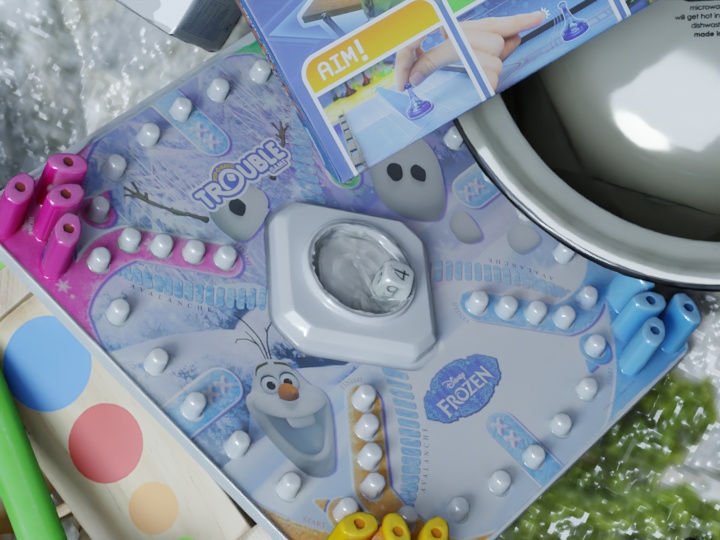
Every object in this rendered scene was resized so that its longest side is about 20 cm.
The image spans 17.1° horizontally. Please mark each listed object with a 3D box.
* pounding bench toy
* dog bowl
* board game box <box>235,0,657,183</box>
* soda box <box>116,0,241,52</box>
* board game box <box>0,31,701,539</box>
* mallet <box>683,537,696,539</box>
[{"bbox_3d":[-0.104,0.064,0.849,0.124,0.200,0.156,-38,82,9],"label":"pounding bench toy"},{"bbox_3d":[0.124,-0.086,0.850,0.198,0.074,0.202,-1,80,4],"label":"dog bowl"},{"bbox_3d":[0.045,-0.137,0.782,0.199,0.034,0.136,-29,104,-3],"label":"board game box"},{"bbox_3d":[-0.038,-0.187,0.909,0.068,0.064,0.201,33,95,11],"label":"soda box"},{"bbox_3d":[0.000,0.000,0.843,0.200,0.200,0.026,44,138,9],"label":"board game box"},{"bbox_3d":[0.033,0.139,0.905,0.199,0.041,0.066,-31,80,5],"label":"mallet"}]
